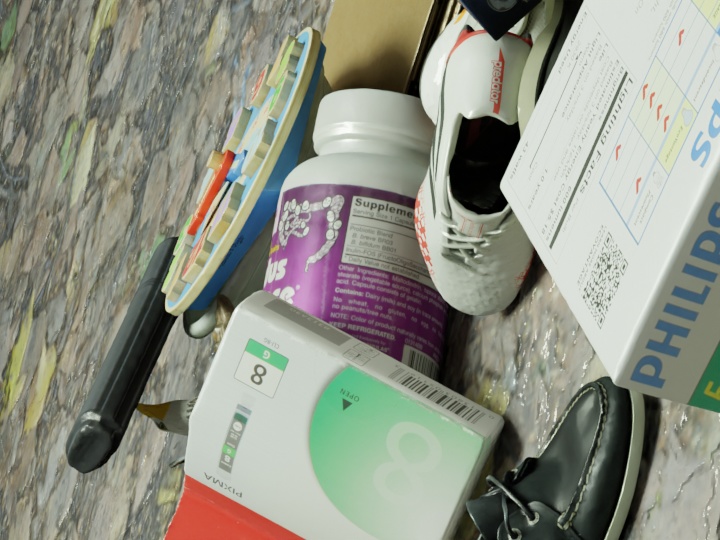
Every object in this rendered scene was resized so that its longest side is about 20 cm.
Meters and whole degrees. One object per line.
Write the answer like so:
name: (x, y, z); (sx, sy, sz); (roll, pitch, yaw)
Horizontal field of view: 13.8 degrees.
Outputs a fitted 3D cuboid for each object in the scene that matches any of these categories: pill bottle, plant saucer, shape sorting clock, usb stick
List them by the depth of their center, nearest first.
pill bottle: (0.000, 0.000, 1.745); (0.112, 0.112, 0.201); (151, 132, -64)
shape sorting clock: (-0.077, -0.063, 1.860); (0.200, 0.039, 0.200); (-60, 14, 26)
usb stick: (-0.145, 0.052, 1.902); (0.055, 0.033, 0.200); (-52, 11, 38)
plant saucer: (-0.054, -0.041, 1.931); (0.200, 0.050, 0.200); (-60, 13, 24)

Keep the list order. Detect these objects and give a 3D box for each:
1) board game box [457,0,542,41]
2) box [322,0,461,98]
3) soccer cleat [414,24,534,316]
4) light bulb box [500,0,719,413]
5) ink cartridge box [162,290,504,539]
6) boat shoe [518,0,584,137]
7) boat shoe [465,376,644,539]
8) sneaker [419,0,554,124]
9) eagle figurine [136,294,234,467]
board game box: (0.118, -0.216, 1.556); (0.200, 0.035, 0.136); (-42, 24, 3)
box: (0.010, -0.137, 1.956); (0.200, 0.021, 0.164); (-139, 65, -68)
soccer cleat: (0.064, -0.039, 1.591); (0.085, 0.068, 0.200); (-82, -2, -47)
light bulb box: (0.173, -0.062, 1.289); (0.200, 0.125, 0.199); (-114, 44, -61)
ink cartridge box: (-0.029, 0.135, 1.659); (0.200, 0.161, 0.050); (-67, -13, 18)
boat shoe: (0.132, -0.137, 1.565); (0.063, 0.074, 0.202); (-7, 47, 24)
boat shoe: (0.079, 0.137, 1.487); (0.075, 0.066, 0.200); (-109, 39, -59)
sneaker: (0.098, -0.161, 1.675); (0.092, 0.076, 0.201); (-138, 57, -61)
eagle figurine: (-0.070, 0.109, 1.887); (0.152, 0.151, 0.200); (-41, -32, -24)
